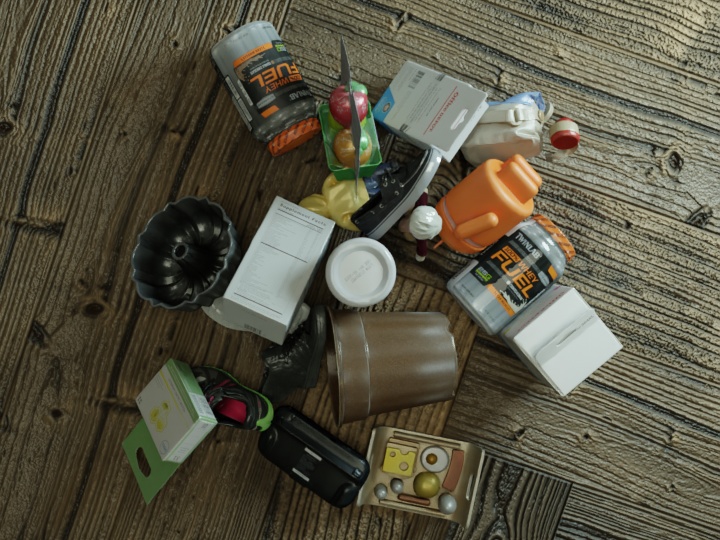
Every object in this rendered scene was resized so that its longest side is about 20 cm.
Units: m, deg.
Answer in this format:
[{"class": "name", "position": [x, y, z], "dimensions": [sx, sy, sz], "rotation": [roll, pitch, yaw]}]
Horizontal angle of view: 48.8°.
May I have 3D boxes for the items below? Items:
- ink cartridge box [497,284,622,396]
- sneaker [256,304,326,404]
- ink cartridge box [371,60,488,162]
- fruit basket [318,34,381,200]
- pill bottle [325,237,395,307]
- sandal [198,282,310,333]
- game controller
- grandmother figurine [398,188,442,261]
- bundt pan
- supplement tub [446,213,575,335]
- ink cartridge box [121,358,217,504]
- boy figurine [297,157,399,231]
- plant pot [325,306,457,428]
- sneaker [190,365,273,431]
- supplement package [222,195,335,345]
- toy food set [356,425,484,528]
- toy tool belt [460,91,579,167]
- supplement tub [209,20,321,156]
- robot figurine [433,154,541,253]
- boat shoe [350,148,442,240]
[{"class": "ink cartridge box", "position": [0.322, 0.111, 1.305], "dimensions": [0.129, 0.200, 0.125], "rotation": [-41, 92, 1]}, {"class": "sneaker", "position": [-0.120, 0.145, 1.351], "dimensions": [0.104, 0.060, 0.200], "rotation": [4, 120, -12]}, {"class": "ink cartridge box", "position": [0.123, -0.256, 1.300], "dimensions": [0.200, 0.067, 0.116], "rotation": [37, 92, 43]}, {"class": "fruit basket", "position": [-0.010, -0.239, 1.264], "dimensions": [0.094, 0.200, 0.185], "rotation": [-6, 64, -10]}, {"class": "pill bottle", "position": [0.000, 0.000, 1.299], "dimensions": [0.109, 0.200, 0.109], "rotation": [0, 93, 0]}, {"class": "sandal", "position": [-0.183, 0.066, 1.379], "dimensions": [0.202, 0.050, 0.083], "rotation": [16, 109, -3]}, {"class": "game controller", "position": [-0.084, 0.324, 1.378], "dimensions": [0.200, 0.042, 0.104], "rotation": [33, 106, 12]}, {"class": "grandmother figurine", "position": [0.096, -0.076, 1.297], "dimensions": [0.060, 0.200, 0.121], "rotation": [-9, 92, 0]}, {"class": "bundt pan", "position": [-0.281, -0.020, 1.329], "dimensions": [0.202, 0.076, 0.202], "rotation": [-9, 67, 23]}, {"class": "supplement tub", "position": [0.256, 0.004, 1.340], "dimensions": [0.200, 0.123, 0.123], "rotation": [-42, 92, 1]}, {"class": "ink cartridge box", "position": [-0.337, 0.268, 1.327], "dimensions": [0.200, 0.048, 0.146], "rotation": [-48, 50, 11]}, {"class": "boy figurine", "position": [-0.017, -0.120, 1.363], "dimensions": [0.200, 0.064, 0.124], "rotation": [-24, 88, 2]}, {"class": "plant pot", "position": [0.049, 0.152, 1.318], "dimensions": [0.198, 0.200, 0.201], "rotation": [-4, 92, -7]}, {"class": "sneaker", "position": [-0.242, 0.215, 1.346], "dimensions": [0.200, 0.084, 0.077], "rotation": [16, 93, 25]}, {"class": "supplement package", "position": [-0.134, 0.000, 1.307], "dimensions": [0.114, 0.110, 0.200], "rotation": [25, 66, 0]}, {"class": "toy food set", "position": [0.104, 0.361, 1.383], "dimensions": [0.200, 0.060, 0.144], "rotation": [12, 92, -1]}, {"class": "toy tool belt", "position": [0.262, -0.253, 1.329], "dimensions": [0.200, 0.125, 0.123], "rotation": [-6, 63, 21]}, {"class": "supplement tub", "position": [-0.155, -0.301, 1.327], "dimensions": [0.122, 0.123, 0.200], "rotation": [-30, 92, 1]}, {"class": "robot figurine", "position": [0.202, -0.104, 1.309], "dimensions": [0.117, 0.144, 0.200], "rotation": [21, 134, -36]}, {"class": "boat shoe", "position": [0.051, -0.130, 1.274], "dimensions": [0.066, 0.070, 0.200], "rotation": [30, 133, -15]}]
